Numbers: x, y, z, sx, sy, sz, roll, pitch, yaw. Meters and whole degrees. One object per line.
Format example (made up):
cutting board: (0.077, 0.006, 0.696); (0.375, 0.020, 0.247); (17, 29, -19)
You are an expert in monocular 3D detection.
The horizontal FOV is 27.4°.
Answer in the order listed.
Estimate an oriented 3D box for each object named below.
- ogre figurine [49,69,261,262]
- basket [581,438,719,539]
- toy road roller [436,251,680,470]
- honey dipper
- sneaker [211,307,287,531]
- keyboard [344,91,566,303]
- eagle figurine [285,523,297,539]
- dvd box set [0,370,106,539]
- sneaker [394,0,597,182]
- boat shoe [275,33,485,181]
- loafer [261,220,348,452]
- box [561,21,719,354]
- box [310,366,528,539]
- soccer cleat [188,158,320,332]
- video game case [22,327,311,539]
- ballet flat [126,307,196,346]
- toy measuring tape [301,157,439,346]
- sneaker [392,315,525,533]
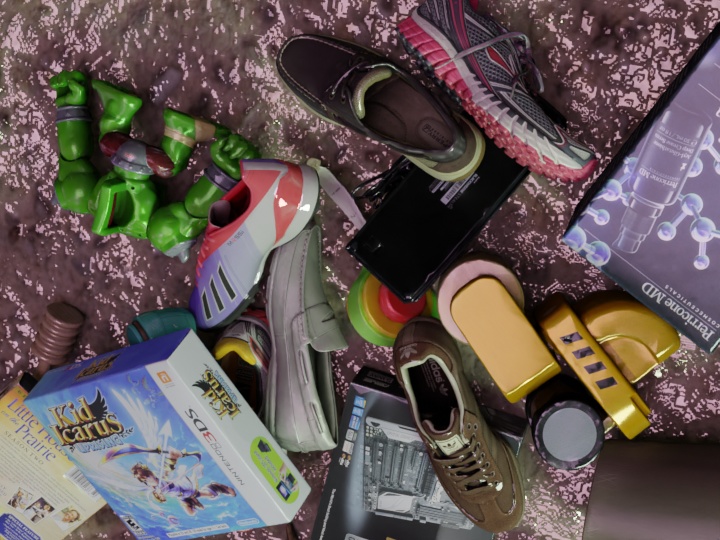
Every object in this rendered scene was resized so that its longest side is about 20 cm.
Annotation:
ogre figurine: (-0.193, -0.088, 1.268); (0.199, 0.098, 0.121); (21, 97, -3)
basket: (0.286, 0.213, 1.198); (0.198, 0.136, 0.182); (9, 105, 17)
toy road roller: (0.166, 0.050, 1.196); (0.146, 0.123, 0.200); (-38, 93, 6)
honey dipper: (-0.309, 0.123, 1.387); (0.038, 0.038, 0.201); (27, 112, 7)
sneaker: (-0.112, 0.139, 1.310); (0.077, 0.082, 0.202); (3, 105, 14)
keyboard: (0.073, -0.074, 1.216); (0.104, 0.040, 0.200); (43, 91, 17)
eagle figurine: (-0.131, 0.346, 1.348); (0.199, 0.152, 0.151); (-22, 118, 14)
dvd box set: (-0.331, 0.202, 1.392); (0.200, 0.029, 0.146); (-40, 109, 20)
sneaker: (0.114, -0.148, 1.157); (0.075, 0.081, 0.200); (-43, 73, 1)
boat shoe: (0.012, -0.143, 1.192); (0.199, 0.065, 0.074); (29, 85, 20)
loafer: (-0.043, 0.056, 1.268); (0.069, 0.070, 0.202); (3, 96, 19)
box: (0.275, -0.067, 1.138); (0.148, 0.107, 0.200); (37, 111, 3)
box: (0.046, 0.204, 1.300); (0.157, 0.050, 0.201); (18, 108, 9)
soccer cleat: (-0.108, -0.023, 1.236); (0.073, 0.069, 0.200); (14, 136, -28)
video game case: (-0.168, 0.149, 1.264); (0.199, 0.046, 0.182); (-17, 115, 40)
ballet flat: (-0.168, 0.109, 1.317); (0.067, 0.070, 0.201); (52, 150, 35)
toy measuring tape: (0.000, 0.000, 1.246); (0.073, 0.074, 0.200); (-38, 95, 20)
sneaker: (0.073, 0.139, 1.207); (0.070, 0.076, 0.201); (-22, 102, 19)
